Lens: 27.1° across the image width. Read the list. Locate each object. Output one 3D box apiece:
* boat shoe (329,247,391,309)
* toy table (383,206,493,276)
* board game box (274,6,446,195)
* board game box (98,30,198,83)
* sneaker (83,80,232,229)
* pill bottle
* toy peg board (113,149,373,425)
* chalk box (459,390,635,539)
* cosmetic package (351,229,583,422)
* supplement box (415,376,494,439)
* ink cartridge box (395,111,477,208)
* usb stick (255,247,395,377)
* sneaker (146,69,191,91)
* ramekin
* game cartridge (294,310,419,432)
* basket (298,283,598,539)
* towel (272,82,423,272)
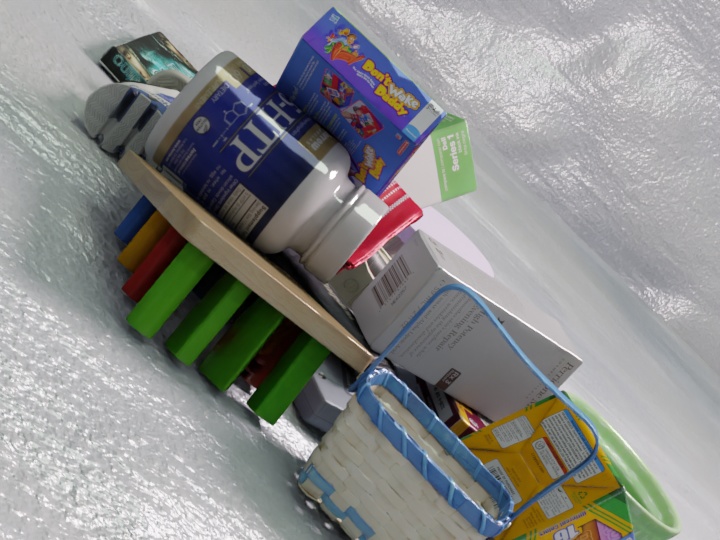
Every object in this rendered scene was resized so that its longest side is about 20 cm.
[{"bbox_3d":[0.000,0.000,1.501,0.200,0.071,0.063,50,26,-5],"label":"boat shoe"},{"bbox_3d":[0.054,-0.003,1.709,0.200,0.117,0.184,34,19,-41],"label":"toy table"},{"bbox_3d":[-0.015,-0.134,1.345,0.134,0.045,0.200,44,-24,0],"label":"board game box"},{"bbox_3d":[-0.208,-0.201,1.652,0.135,0.028,0.200,47,14,-6],"label":"board game box"},{"bbox_3d":[-0.170,-0.120,1.434,0.199,0.081,0.115,42,17,-15],"label":"sneaker"},{"bbox_3d":[-0.078,-0.086,1.314,0.200,0.120,0.120,40,14,-2],"label":"pill bottle"},{"bbox_3d":[-0.121,0.020,1.218,0.200,0.098,0.199,40,0,-31],"label":"toy peg board"},{"bbox_3d":[0.165,0.230,1.313,0.200,0.123,0.125,70,-6,-46],"label":"chalk box"},{"bbox_3d":[0.098,0.058,1.361,0.200,0.102,0.074,31,19,-31],"label":"cosmetic package"},{"bbox_3d":[0.120,0.191,1.431,0.200,0.086,0.110,40,15,-27],"label":"supplement box"},{"bbox_3d":[0.001,-0.110,1.598,0.146,0.199,0.085,33,-43,59],"label":"ink cartridge box"},{"bbox_3d":[-0.035,0.030,1.359,0.200,0.033,0.055,51,6,33],"label":"usb stick"},{"bbox_3d":[-0.147,-0.118,1.524,0.200,0.075,0.085,56,14,-6],"label":"sneaker"},{"bbox_3d":[0.258,0.243,1.677,0.200,0.098,0.200,44,14,-14],"label":"ramekin"},{"bbox_3d":[-0.007,0.097,1.362,0.133,0.041,0.200,33,20,-19],"label":"game cartridge"},{"bbox_3d":[0.061,0.133,1.169,0.176,0.200,0.139,49,14,3],"label":"basket"},{"bbox_3d":[-0.038,-0.099,1.462,0.200,0.022,0.144,49,45,5],"label":"towel"}]
